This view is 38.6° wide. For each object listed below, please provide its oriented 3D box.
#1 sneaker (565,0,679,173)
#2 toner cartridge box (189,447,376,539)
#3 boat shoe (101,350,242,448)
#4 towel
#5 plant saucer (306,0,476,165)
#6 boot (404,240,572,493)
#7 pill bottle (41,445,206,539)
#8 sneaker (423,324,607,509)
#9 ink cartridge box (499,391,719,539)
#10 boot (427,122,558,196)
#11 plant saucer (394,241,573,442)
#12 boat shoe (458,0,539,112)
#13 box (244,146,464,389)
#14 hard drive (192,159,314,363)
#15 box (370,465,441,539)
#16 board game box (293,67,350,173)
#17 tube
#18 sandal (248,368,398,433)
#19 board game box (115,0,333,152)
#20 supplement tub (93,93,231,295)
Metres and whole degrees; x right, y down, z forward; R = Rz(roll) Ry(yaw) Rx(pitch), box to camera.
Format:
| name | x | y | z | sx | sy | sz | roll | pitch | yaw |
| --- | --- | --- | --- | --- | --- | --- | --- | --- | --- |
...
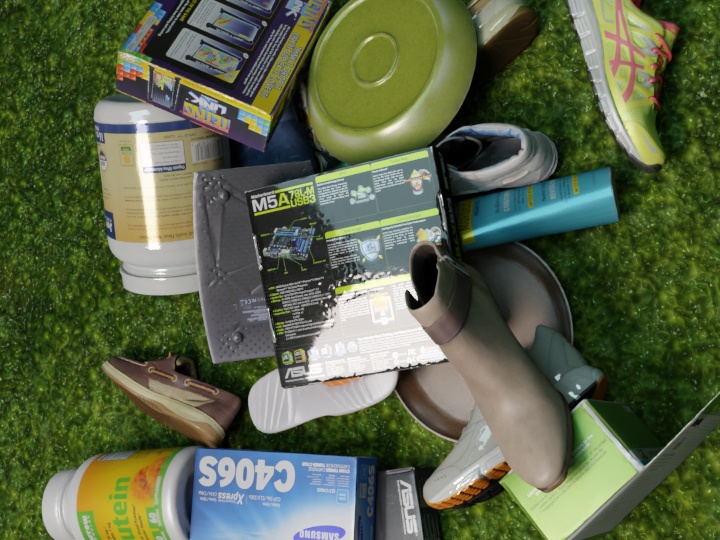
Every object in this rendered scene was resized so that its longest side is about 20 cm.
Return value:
| name | x | y | z | sx | sy | sz | roll | pitch | yaw |
| --- | --- | --- | --- | --- | --- | --- | --- | --- | --- |
| sneaker | 0.252 | -0.190 | 0.938 | 0.089 | 0.078 | 0.204 | -18 | 77 | 18 |
| toner cartridge box | -0.080 | 0.230 | 1.032 | 0.196 | 0.043 | 0.097 | -3 | 80 | 30 |
| boat shoe | -0.212 | 0.131 | 1.162 | 0.198 | 0.073 | 0.072 | 19 | 62 | 39 |
| towel | -0.112 | -0.156 | 1.131 | 0.111 | 0.048 | 0.203 | -35 | 66 | 40 |
| plant saucer | 0.020 | -0.203 | 1.016 | 0.197 | 0.031 | 0.204 | -11 | 70 | 31 |
| boot | 0.094 | 0.068 | 0.831 | 0.070 | 0.146 | 0.201 | -37 | 31 | 14 |
| pill bottle | -0.251 | 0.256 | 1.133 | 0.196 | 0.111 | 0.114 | -9 | 79 | 27 |
| sneaker | 0.127 | 0.135 | 0.939 | 0.199 | 0.076 | 0.093 | -42 | 59 | 9 |
| ink cartridge box | 0.231 | 0.137 | 0.866 | 0.201 | 0.147 | 0.076 | -49 | 64 | 13 |
| boot | 0.087 | -0.110 | 1.004 | 0.197 | 0.095 | 0.075 | -8 | 80 | 29 |
| plant saucer | 0.116 | 0.066 | 1.004 | 0.197 | 0.032 | 0.205 | -4 | 83 | 28 |
| boat shoe | 0.087 | -0.208 | 1.037 | 0.199 | 0.074 | 0.067 | -37 | 60 | 14 |
| box | 0.000 | 0.000 | 0.969 | 0.196 | 0.047 | 0.197 | -12 | 88 | 21 |
| hard drive | -0.104 | -0.011 | 1.063 | 0.132 | 0.042 | 0.204 | -7 | 108 | -10 |
| box | 0.008 | 0.308 | 1.020 | 0.159 | 0.049 | 0.204 | -14 | 75 | 26 |
| board game box | -0.029 | -0.119 | 1.093 | 0.104 | 0.023 | 0.204 | -30 | 70 | 42 |
| tube | 0.145 | -0.052 | 0.977 | 0.196 | 0.078 | 0.051 | -12 | 119 | 18 |
| sandal | -0.034 | 0.113 | 1.064 | 0.205 | 0.059 | 0.081 | -24 | 79 | 37 |
| board game box | -0.135 | -0.234 | 1.058 | 0.163 | 0.057 | 0.202 | 23 | 51 | -1 |
| supplement tub | -0.207 | -0.088 | 1.111 | 0.142 | 0.144 | 0.204 | 6 | 107 | 28 |
